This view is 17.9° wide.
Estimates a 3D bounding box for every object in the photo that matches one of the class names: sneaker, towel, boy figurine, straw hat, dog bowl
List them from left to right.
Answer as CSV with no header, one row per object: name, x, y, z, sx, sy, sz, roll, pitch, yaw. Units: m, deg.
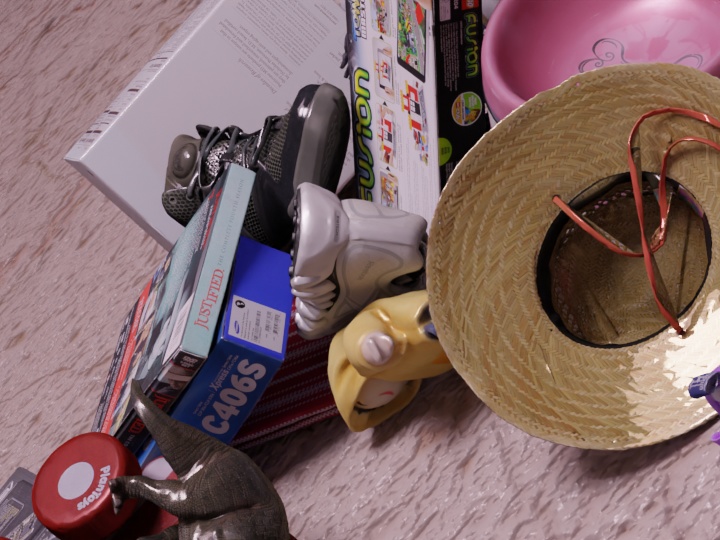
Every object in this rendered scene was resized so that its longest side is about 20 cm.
sneaker,-0.070,-0.064,1.456,0.199,0.114,0.076,113,179,-64
towel,-0.023,0.033,1.492,0.145,0.022,0.200,-24,32,42
sneaker,0.000,0.000,1.356,0.200,0.081,0.075,94,178,-81
boy figurine,0.041,0.039,1.287,0.124,0.064,0.200,-11,-12,-44
straw hat,0.139,-0.002,1.178,0.201,0.201,0.085,-43,-17,7
dog bowl,0.156,-0.121,1.283,0.200,0.074,0.200,-17,44,17

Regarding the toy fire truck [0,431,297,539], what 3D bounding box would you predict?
toy fire truck,-0.139,0.202,1.321,0.200,0.112,0.168,-48,44,-11

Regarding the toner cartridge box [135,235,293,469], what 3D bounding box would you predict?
toner cartridge box,-0.102,0.079,1.425,0.200,0.043,0.095,-56,17,38

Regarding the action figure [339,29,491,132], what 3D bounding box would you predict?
action figure,0.090,-0.108,1.431,0.200,0.102,0.119,34,47,30

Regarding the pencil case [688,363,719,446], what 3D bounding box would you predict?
pencil case,0.231,0.003,1.036,0.200,0.084,0.086,-53,1,-20

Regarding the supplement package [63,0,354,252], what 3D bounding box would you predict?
supplement package,-0.086,-0.103,1.628,0.200,0.152,0.151,-49,11,-5

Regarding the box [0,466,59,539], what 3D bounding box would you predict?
box,-0.248,0.231,1.516,0.200,0.048,0.158,-52,24,-13

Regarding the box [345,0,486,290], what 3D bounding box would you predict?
box,0.033,-0.088,1.371,0.035,0.200,0.110,-14,26,-25

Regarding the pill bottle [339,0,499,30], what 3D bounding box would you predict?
pill bottle,0.072,-0.207,1.598,0.120,0.120,0.200,-55,24,-20

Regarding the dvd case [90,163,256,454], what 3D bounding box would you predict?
dvd case,-0.124,0.042,1.433,0.200,0.022,0.146,127,161,-50

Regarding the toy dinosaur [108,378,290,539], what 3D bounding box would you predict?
toy dinosaur,-0.078,0.146,1.259,0.102,0.077,0.200,-14,51,-19
